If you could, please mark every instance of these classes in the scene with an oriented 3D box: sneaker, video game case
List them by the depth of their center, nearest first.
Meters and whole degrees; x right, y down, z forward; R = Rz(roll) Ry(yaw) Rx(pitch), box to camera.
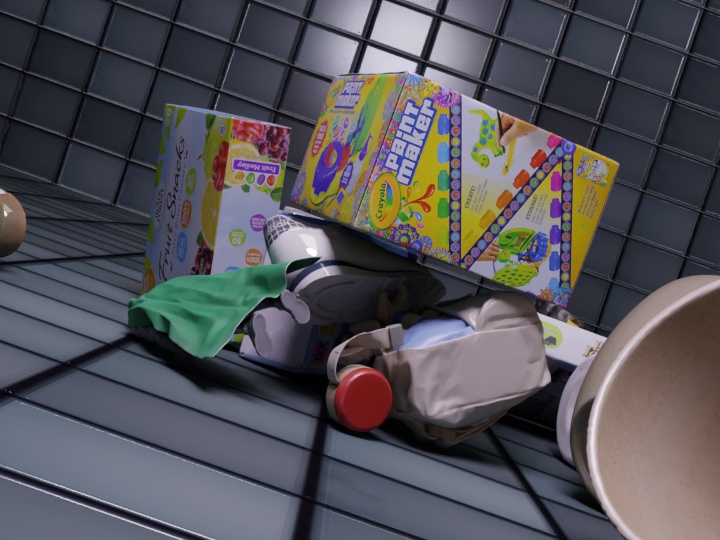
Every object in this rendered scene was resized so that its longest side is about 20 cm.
[{"bbox_3d":[0.000,0.000,0.928,0.199,0.076,0.081,17,31,-55],"label":"sneaker"},{"bbox_3d":[-0.397,-0.058,1.013,0.199,0.068,0.089,20,9,37],"label":"sneaker"},{"bbox_3d":[0.199,0.112,1.198,0.179,0.046,0.200,21,-24,-2],"label":"video game case"}]

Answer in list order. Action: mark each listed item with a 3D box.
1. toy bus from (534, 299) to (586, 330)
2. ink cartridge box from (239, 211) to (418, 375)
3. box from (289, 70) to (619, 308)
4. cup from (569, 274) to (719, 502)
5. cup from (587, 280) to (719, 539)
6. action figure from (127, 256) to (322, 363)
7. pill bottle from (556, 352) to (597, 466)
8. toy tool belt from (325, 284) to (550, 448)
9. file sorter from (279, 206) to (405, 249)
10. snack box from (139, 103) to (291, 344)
[{"bbox_3d":[0.319,0.151,1.660,0.191,0.136,0.200,35,2,-5],"label":"toy bus"},{"bbox_3d":[-0.018,0.031,1.057,0.076,0.138,0.199,15,-1,26],"label":"ink cartridge box"},{"bbox_3d":[0.068,-0.072,0.915,0.191,0.123,0.200,20,2,-19],"label":"box"},{"bbox_3d":[0.244,0.119,0.856,0.142,0.203,0.199,-18,26,-38],"label":"cup"},{"bbox_3d":[0.249,0.120,0.635,0.199,0.201,0.144,21,-24,50],"label":"cup"},{"bbox_3d":[-0.123,0.033,0.858,0.118,0.055,0.199,-38,24,-34],"label":"action figure"},{"bbox_3d":[0.297,0.158,1.062,0.198,0.112,0.111,19,2,-16],"label":"pill bottle"},{"bbox_3d":[0.044,0.077,0.884,0.198,0.127,0.123,-14,9,-27],"label":"toy tool belt"},{"bbox_3d":[-0.071,0.009,1.264,0.124,0.141,0.199,17,0,41],"label":"file sorter"},{"bbox_3d":[-0.143,-0.048,1.055,0.067,0.203,0.168,6,9,-31],"label":"snack box"}]
